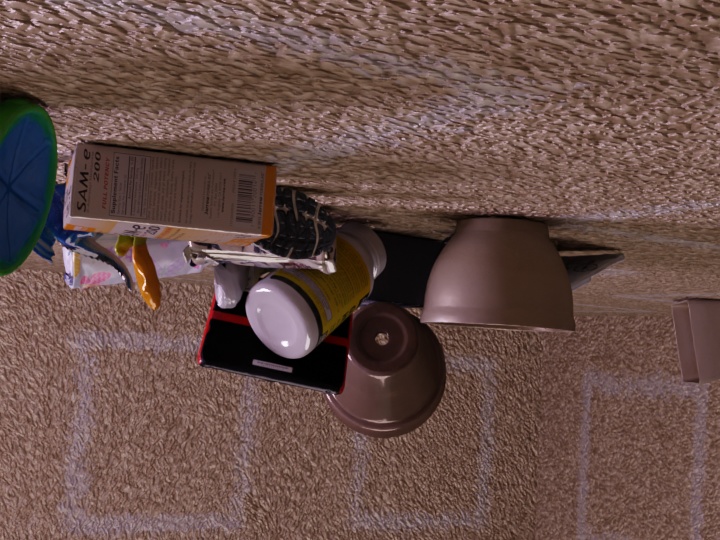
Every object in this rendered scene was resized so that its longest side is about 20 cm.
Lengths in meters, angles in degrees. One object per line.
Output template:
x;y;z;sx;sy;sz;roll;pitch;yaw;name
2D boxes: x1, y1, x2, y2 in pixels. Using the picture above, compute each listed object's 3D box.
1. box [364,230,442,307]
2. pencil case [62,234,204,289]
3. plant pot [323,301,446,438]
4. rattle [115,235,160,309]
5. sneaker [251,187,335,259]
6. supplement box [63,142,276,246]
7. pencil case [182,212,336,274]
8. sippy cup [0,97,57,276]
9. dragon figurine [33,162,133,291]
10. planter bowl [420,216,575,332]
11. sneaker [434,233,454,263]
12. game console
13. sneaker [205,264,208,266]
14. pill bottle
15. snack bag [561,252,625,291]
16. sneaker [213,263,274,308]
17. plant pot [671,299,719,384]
0.000;0.000;1.744;0.198;0.106;0.181;7;174;-39;box
-0.311;-0.030;1.545;0.197;0.084;0.091;-6;143;-23;pencil case
0.035;0.132;1.683;0.196;0.204;0.175;3;157;2;plant pot
-0.356;-0.032;1.431;0.197;0.146;0.130;-1;-163;-23;rattle
-0.124;-0.065;1.295;0.196;0.079;0.086;11;-173;-7;sneaker
-0.194;-0.072;1.130;0.196;0.075;0.126;5;175;-17;supplement box
-0.122;-0.038;1.420;0.196;0.091;0.078;4;146;7;pencil case
-0.323;-0.077;0.879;0.128;0.180;0.141;13;-139;6;sippy cup
-0.325;-0.044;1.187;0.099;0.202;0.059;-34;-173;-13;dragon figurine
0.177;0.005;1.438;0.196;0.138;0.200;3;176;0;planter bowl
0.156;-0.022;1.631;0.088;0.080;0.200;19;176;6;sneaker
-0.110;0.084;1.525;0.196;0.179;0.031;12;134;-4;game console
-0.308;-0.039;1.658;0.198;0.079;0.146;5;178;-6;sneaker
-0.052;0.019;1.503;0.111;0.114;0.200;0;-150;41;pill bottle
0.276;0.012;1.712;0.187;0.022;0.199;-3;-165;44;snack bag
-0.140;-0.017;1.527;0.113;0.076;0.201;-3;-152;-2;sneaker
0.880;0.166;2.761;0.174;0.204;0.200;-8;175;3;plant pot
